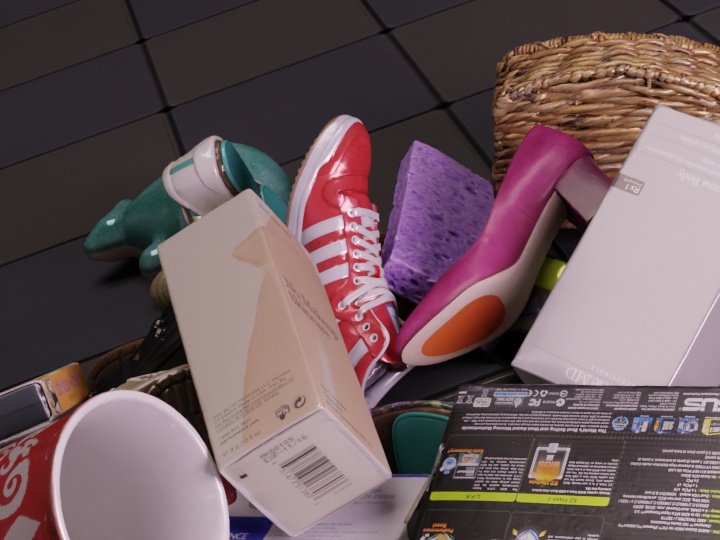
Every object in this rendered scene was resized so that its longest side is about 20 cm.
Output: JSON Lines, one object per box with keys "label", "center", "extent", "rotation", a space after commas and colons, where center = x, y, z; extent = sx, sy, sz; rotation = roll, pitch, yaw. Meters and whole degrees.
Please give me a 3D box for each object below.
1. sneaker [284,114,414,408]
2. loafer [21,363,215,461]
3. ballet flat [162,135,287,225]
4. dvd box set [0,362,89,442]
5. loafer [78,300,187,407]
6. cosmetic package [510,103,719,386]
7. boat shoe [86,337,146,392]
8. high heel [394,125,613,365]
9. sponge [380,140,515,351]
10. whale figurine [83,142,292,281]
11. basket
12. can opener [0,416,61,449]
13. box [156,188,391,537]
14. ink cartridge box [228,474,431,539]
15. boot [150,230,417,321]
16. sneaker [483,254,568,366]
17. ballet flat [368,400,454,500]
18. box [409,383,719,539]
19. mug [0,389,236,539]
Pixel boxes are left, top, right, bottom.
{"label": "sneaker", "center": [0.000, 0.000, 1.320], "extent": [0.112, 0.202, 0.071], "rotation": [16, 2, 28]}
{"label": "loafer", "center": [-0.148, 0.106, 1.292], "extent": [0.198, 0.076, 0.068], "rotation": [-15, 8, -18]}
{"label": "ballet flat", "center": [-0.098, -0.042, 1.509], "extent": [0.069, 0.200, 0.070], "rotation": [-9, 63, 18]}
{"label": "dvd box set", "center": [-0.258, 0.105, 1.264], "extent": [0.145, 0.030, 0.200], "rotation": [-23, 1, -2]}
{"label": "loafer", "center": [-0.145, 0.092, 1.358], "extent": [0.201, 0.070, 0.068], "rotation": [-47, 20, 14]}
{"label": "cosmetic package", "center": [0.192, 0.010, 1.211], "extent": [0.106, 0.090, 0.201], "rotation": [22, 73, 29]}
{"label": "boat shoe", "center": [-0.102, 0.077, 1.422], "extent": [0.198, 0.072, 0.076], "rotation": [-6, 4, 12]}
{"label": "high heel", "center": [0.085, -0.017, 1.312], "extent": [0.199, 0.068, 0.096], "rotation": [-35, 52, -16]}
{"label": "sponge", "center": [0.073, -0.020, 1.444], "extent": [0.030, 0.111, 0.201], "rotation": [-53, 11, 28]}
{"label": "whale figurine", "center": [-0.150, -0.053, 1.643], "extent": [0.198, 0.105, 0.159], "rotation": [-1, 31, 31]}
{"label": "basket", "center": [0.203, -0.124, 1.480], "extent": [0.198, 0.144, 0.149], "rotation": [2, 31, 12]}
{"label": "can opener", "center": [-0.311, 0.150, 1.411], "extent": [0.198, 0.054, 0.067], "rotation": [-21, 27, -8]}
{"label": "box", "center": [-0.057, 0.055, 1.207], "extent": [0.077, 0.095, 0.201], "rotation": [-31, 46, 11]}
{"label": "ink cartridge box", "center": [-0.071, 0.201, 1.174], "extent": [0.196, 0.047, 0.200], "rotation": [-4, 28, 31]}
{"label": "boot", "center": [-0.049, 0.016, 1.469], "extent": [0.198, 0.074, 0.155], "rotation": [6, -13, -23]}
{"label": "sneaker", "center": [0.170, 0.051, 1.299], "extent": [0.199, 0.074, 0.081], "rotation": [11, 60, 41]}
{"label": "ballet flat", "center": [0.028, 0.116, 1.262], "extent": [0.198, 0.070, 0.071], "rotation": [-4, 10, 27]}
{"label": "box", "center": [0.124, 0.153, 1.075], "extent": [0.198, 0.048, 0.194], "rotation": [-2, 53, 30]}
{"label": "mug", "center": [-0.179, 0.170, 1.156], "extent": [0.199, 0.177, 0.135], "rotation": [-23, 55, 37]}
